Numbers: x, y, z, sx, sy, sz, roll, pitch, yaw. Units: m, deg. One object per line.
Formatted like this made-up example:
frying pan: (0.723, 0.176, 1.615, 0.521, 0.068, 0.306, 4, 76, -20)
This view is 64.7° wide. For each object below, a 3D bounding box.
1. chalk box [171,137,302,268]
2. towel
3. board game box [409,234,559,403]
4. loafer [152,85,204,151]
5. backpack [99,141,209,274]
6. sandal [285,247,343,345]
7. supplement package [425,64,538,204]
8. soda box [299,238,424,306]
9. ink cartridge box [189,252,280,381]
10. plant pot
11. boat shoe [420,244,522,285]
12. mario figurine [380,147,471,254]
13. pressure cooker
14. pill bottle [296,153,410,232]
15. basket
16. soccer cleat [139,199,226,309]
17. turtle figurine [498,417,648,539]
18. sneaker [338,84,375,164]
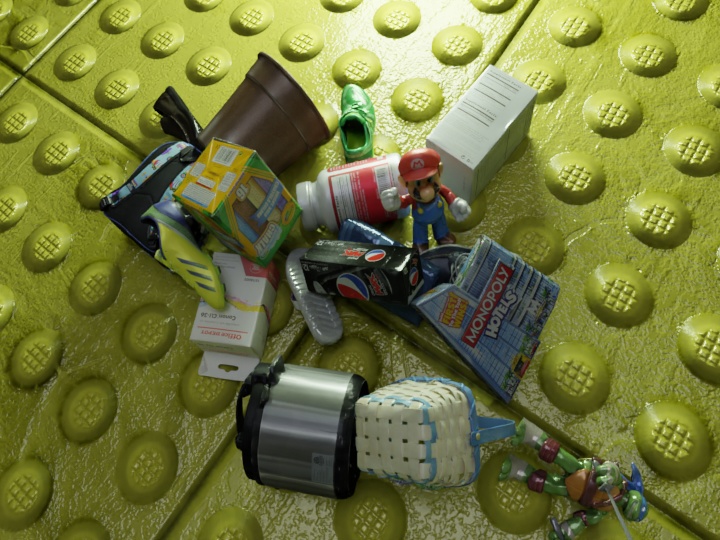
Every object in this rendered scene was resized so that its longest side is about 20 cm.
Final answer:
chalk box: (-0.192, -0.099, 0.958, 0.122, 0.201, 0.126, 22, 71, 37)
towel: (0.041, -0.001, 0.962, 0.197, 0.115, 0.048, 32, 29, 24)
board game box: (0.184, 0.057, 0.869, 0.196, 0.062, 0.204, 31, 86, -6)
loafer: (-0.374, -0.299, 1.184, 0.071, 0.073, 0.201, -37, 57, -3)
backpack: (-0.349, -0.127, 1.059, 0.180, 0.135, 0.202, 31, 74, 21)
sandal: (-0.089, 0.046, 0.983, 0.080, 0.050, 0.207, 6, 46, -30)
supplement package: (0.218, -0.247, 1.036, 0.108, 0.115, 0.201, 36, 74, 21)
soda box: (0.000, 0.000, 0.911, 0.194, 0.065, 0.071, 7, 36, 33)
ink cartridge box: (-0.218, 0.079, 0.983, 0.112, 0.068, 0.207, 4, 66, 11)
plant pot: (-0.190, -0.259, 1.074, 0.198, 0.201, 0.200, -45, 67, -4)
boat shoe: (0.179, 0.004, 0.948, 0.192, 0.062, 0.078, 6, 109, 6)
mario figurine: (0.108, -0.103, 0.932, 0.104, 0.204, 0.123, 25, 58, 38)
pressure cooker: (-0.091, 0.228, 0.835, 0.192, 0.180, 0.182, 5, 69, 10)
pill bottle: (-0.013, -0.134, 1.022, 0.192, 0.113, 0.116, -12, 64, 4)
basket: (0.094, 0.218, 0.777, 0.173, 0.196, 0.145, -8, 85, 45)
soccer cleat: (-0.291, -0.017, 0.936, 0.082, 0.064, 0.204, -30, 89, -31)
turtle figurine: (0.278, 0.303, 0.758, 0.190, 0.146, 0.202, 24, 59, 26)
sneaker: (-0.005, -0.287, 1.106, 0.071, 0.084, 0.207, -8, 64, 5)
